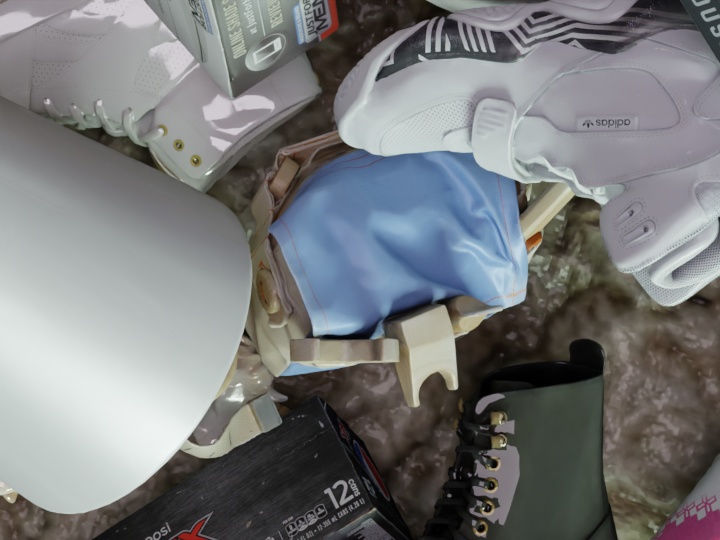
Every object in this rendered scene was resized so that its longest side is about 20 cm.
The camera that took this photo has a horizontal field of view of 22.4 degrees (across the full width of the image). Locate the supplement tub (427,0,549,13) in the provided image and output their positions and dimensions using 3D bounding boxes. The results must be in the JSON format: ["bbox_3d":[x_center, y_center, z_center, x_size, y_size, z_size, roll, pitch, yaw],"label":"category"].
[{"bbox_3d":[0.099,-0.207,0.790,0.139,0.140,0.202,17,88,0],"label":"supplement tub"}]

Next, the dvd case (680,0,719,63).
[{"bbox_3d":[0.197,-0.131,0.698,0.200,0.025,0.151,-46,108,-30],"label":"dvd case"}]

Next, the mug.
[{"bbox_3d":[-0.160,0.000,0.744,0.153,0.186,0.151,35,67,-38],"label":"mug"}]

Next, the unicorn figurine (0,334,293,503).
[{"bbox_3d":[-0.130,0.043,0.856,0.137,0.074,0.200,-40,87,-6],"label":"unicorn figurine"}]

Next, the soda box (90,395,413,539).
[{"bbox_3d":[-0.078,0.147,0.858,0.199,0.063,0.071,-32,56,4],"label":"soda box"}]

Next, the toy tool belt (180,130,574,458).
[{"bbox_3d":[0.000,0.000,0.792,0.199,0.123,0.126,-26,93,-28],"label":"toy tool belt"}]

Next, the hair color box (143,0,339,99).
[{"bbox_3d":[-0.095,-0.181,0.776,0.064,0.111,0.200,-34,65,-13],"label":"hair color box"}]

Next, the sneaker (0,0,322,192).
[{"bbox_3d":[-0.118,-0.077,0.848,0.199,0.074,0.116,-24,91,2],"label":"sneaker"}]

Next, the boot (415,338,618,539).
[{"bbox_3d":[0.036,0.118,0.814,0.199,0.077,0.140,-18,112,-40],"label":"boot"}]

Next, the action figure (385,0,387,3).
[{"bbox_3d":[0.018,-0.238,0.825,0.054,0.118,0.201,19,79,27],"label":"action figure"}]

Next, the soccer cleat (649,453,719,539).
[{"bbox_3d":[0.200,0.091,0.858,0.199,0.070,0.087,-36,48,8],"label":"soccer cleat"}]

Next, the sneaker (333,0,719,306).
[{"bbox_3d":[0.082,-0.045,0.720,0.198,0.075,0.116,-10,73,22],"label":"sneaker"}]
